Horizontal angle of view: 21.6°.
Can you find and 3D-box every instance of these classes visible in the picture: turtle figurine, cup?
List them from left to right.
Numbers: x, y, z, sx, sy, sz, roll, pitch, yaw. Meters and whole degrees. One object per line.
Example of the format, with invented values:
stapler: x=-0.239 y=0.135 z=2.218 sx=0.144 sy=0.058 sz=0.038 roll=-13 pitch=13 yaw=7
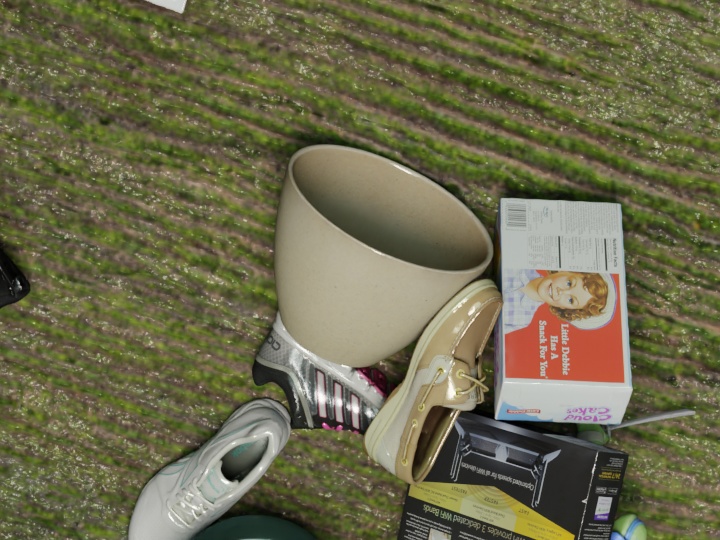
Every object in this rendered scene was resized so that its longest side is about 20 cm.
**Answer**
cup: x=0.000 y=0.000 z=1.697 sx=0.199 sy=0.201 sz=0.144 roll=25 pitch=116 yaw=-4
turtle figurine: x=0.189 y=0.212 z=1.773 sx=0.193 sy=0.200 sz=0.145 roll=18 pitch=129 yaw=20

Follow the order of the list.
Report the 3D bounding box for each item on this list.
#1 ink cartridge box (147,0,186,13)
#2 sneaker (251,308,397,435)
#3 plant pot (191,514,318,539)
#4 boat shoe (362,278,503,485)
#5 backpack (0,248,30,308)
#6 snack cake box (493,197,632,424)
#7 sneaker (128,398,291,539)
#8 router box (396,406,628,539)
ink cartridge box: x=-0.202 y=-0.355 z=1.709 sx=0.160 sy=0.050 sz=0.201 roll=18 pitch=102 yaw=-3
sneaker: x=-0.021 y=0.126 z=1.763 sx=0.200 sy=0.074 sz=0.088 roll=40 pitch=100 yaw=-4
plant pot: x=-0.097 y=0.317 z=1.740 sx=0.199 sy=0.161 sz=0.202 roll=0 pitch=101 yaw=-2
boat shoe: x=0.078 y=0.101 z=1.666 sx=0.066 sy=0.074 sz=0.201 roll=42 pitch=116 yaw=29
backpack: x=-0.414 y=-0.036 z=1.700 sx=0.153 sy=0.163 sz=0.201 roll=-25 pitch=91 yaw=18
snack cake box: x=0.179 y=0.035 z=1.693 sx=0.114 sy=0.067 sz=0.201 roll=4 pitch=56 yaw=-1
sneaker: x=-0.147 y=0.201 z=1.768 sx=0.070 sy=0.080 sz=0.200 roll=44 pitch=97 yaw=-7
router box: x=0.130 y=0.214 z=1.675 sx=0.199 sy=0.052 sz=0.158 roll=14 pitch=92 yaw=42
